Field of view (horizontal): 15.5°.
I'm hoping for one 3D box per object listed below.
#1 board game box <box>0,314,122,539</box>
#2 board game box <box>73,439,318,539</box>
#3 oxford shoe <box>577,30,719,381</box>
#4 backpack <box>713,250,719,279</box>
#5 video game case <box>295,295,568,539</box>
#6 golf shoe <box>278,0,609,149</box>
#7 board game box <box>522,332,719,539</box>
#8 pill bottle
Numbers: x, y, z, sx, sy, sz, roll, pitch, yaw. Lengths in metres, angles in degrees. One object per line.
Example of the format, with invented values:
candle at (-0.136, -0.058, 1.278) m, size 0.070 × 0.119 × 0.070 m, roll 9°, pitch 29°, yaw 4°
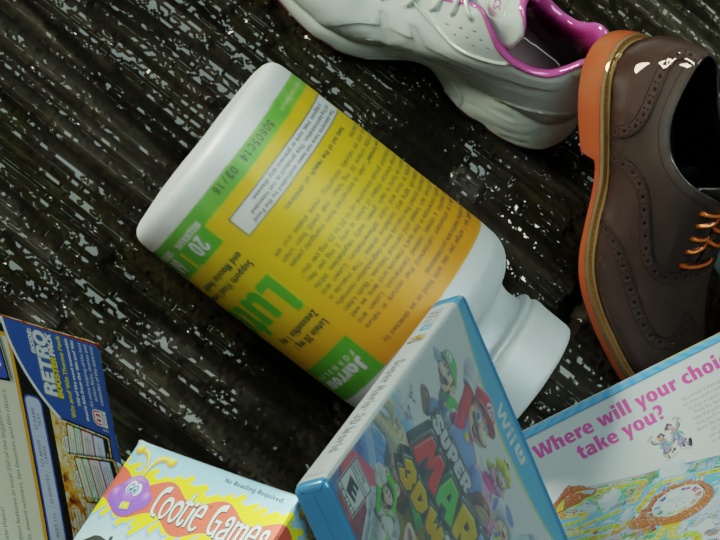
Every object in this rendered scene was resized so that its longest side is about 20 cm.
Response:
board game box at (-0.183, 0.083, 1.147) m, size 0.200 × 0.046 × 0.152 m, roll 22°, pitch 45°, yaw -48°
board game box at (-0.088, 0.189, 1.108) m, size 0.200 × 0.105 × 0.103 m, roll -57°, pitch 135°, yaw -20°
oxford shoe at (0.159, -0.022, 1.360) m, size 0.071 × 0.073 × 0.200 m, roll -24°, pitch 113°, yaw -39°
backpack at (0.281, -0.008, 1.404) m, size 0.176 × 0.153 × 0.200 m, roll -10°, pitch 59°, yaw -37°
video game case at (0.038, 0.112, 1.167) m, size 0.143 × 0.018 × 0.200 m, roll 66°, pitch 26°, yaw -14°
golf shoe at (0.043, -0.141, 1.386) m, size 0.200 × 0.092 × 0.075 m, roll 26°, pitch 62°, yaw -12°
board game box at (0.160, 0.113, 1.292) m, size 0.200 × 0.034 × 0.135 m, roll -26°, pitch 62°, yaw -1°
pill bottle at (0.000, 0.000, 1.294) m, size 0.200 × 0.111 × 0.111 m, roll 38°, pitch 59°, yaw -6°
